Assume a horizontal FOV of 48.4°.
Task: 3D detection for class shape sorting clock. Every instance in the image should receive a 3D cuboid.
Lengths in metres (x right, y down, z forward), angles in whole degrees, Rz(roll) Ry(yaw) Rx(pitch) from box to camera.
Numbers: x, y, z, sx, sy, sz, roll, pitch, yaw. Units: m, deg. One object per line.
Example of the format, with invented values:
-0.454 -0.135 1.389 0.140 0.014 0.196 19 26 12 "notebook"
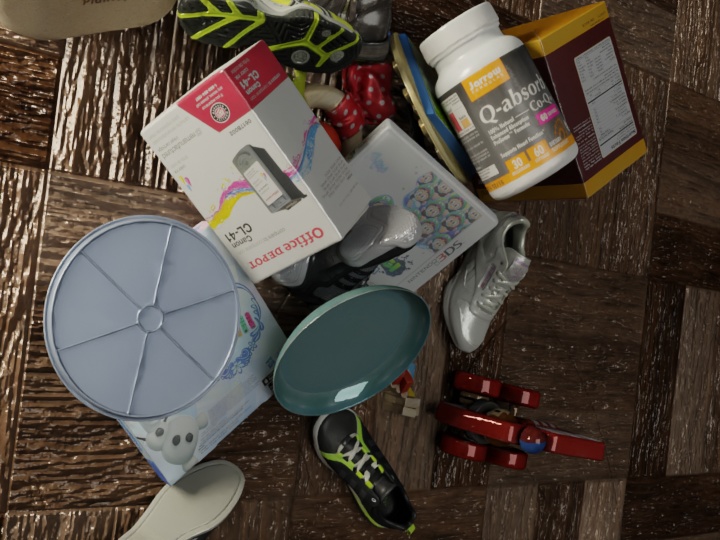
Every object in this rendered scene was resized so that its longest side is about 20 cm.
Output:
0.085 -0.195 0.976 0.200 0.039 0.201 50 23 -29 "shape sorting clock"

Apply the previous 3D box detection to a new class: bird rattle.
-0.050 -0.169 0.933 0.198 0.112 0.166 -6 111 -44 "bird rattle"

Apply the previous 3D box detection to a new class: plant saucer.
-0.012 0.087 0.902 0.198 0.028 0.202 -21 140 -18 "plant saucer"

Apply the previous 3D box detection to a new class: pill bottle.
0.156 -0.193 0.921 0.116 0.116 0.202 -33 96 -28 "pill bottle"

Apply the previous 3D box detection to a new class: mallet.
0.079 -0.114 1.045 0.065 0.041 0.203 -25 103 -35 "mallet"

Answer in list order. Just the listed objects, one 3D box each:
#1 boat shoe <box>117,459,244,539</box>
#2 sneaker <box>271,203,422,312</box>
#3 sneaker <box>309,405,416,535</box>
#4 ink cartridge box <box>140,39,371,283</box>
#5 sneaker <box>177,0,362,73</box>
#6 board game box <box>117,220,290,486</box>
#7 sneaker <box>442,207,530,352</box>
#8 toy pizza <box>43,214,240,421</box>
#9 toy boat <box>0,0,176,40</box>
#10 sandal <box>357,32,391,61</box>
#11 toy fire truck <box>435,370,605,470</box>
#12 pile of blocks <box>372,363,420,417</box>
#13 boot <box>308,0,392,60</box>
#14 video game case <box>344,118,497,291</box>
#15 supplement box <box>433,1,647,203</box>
-0.201 0.285 0.854 0.200 0.073 0.061 -45 159 -41 "boat shoe"
0.000 0.000 0.910 0.114 0.198 0.076 53 37 -31 "sneaker"
0.014 0.246 0.990 0.072 0.082 0.201 -44 116 -25 "sneaker"
-0.106 -0.106 0.823 0.201 0.146 0.086 55 39 -15 "ink cartridge box"
-0.086 -0.263 0.814 0.197 0.075 0.077 12 53 -28 "sneaker"
-0.187 0.085 0.862 0.199 0.043 0.201 -40 113 -26 "board game box"
0.172 0.012 1.077 0.074 0.099 0.203 19 83 -36 "sneaker"
-0.214 0.047 0.798 0.197 0.032 0.204 0 90 -33 "toy pizza"
-0.270 -0.307 0.752 0.198 0.131 0.132 -20 74 -33 "toy boat"
-0.023 -0.331 0.928 0.080 0.086 0.201 -52 120 -23 "sandal"
0.208 0.211 1.072 0.198 0.167 0.114 18 82 -34 "toy fire truck"
0.038 0.106 1.011 0.082 0.062 0.201 -45 116 -24 "pile of blocks"
-0.034 -0.325 0.859 0.196 0.070 0.176 2 128 -13 "boot"
0.035 -0.058 0.951 0.181 0.024 0.199 -39 124 24 "video game case"
0.232 -0.210 1.046 0.132 0.196 0.202 -33 110 -28 "supplement box"
